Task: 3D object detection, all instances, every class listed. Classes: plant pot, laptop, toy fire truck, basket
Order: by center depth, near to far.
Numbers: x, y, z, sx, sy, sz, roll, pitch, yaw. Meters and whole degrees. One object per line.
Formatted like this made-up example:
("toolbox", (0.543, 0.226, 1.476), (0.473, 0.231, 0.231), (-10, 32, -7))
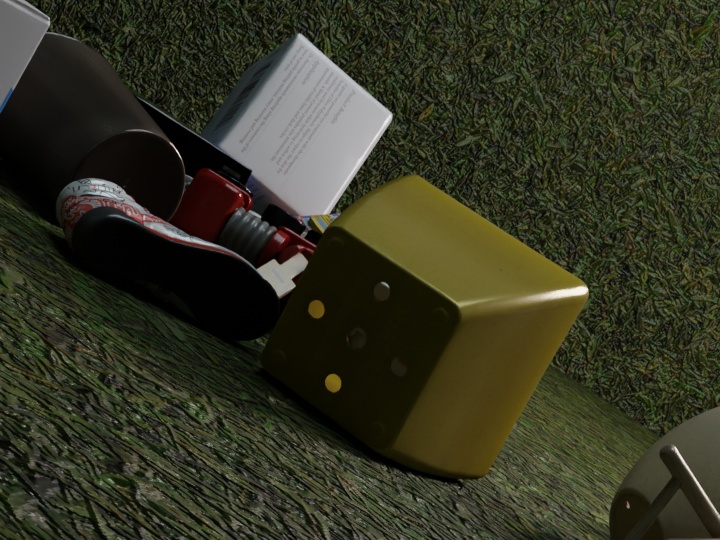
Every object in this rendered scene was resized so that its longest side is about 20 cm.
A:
("plant pot", (0.035, 0.049, 1.223), (0.200, 0.201, 0.176), (34, 15, 22))
("plant pot", (0.299, 0.225, 1.299), (0.134, 0.201, 0.200), (-8, 22, -22))
("basket", (-0.251, -0.115, 1.357), (0.180, 0.136, 0.200), (26, 11, -43))
("toy fire truck", (-0.113, -0.016, 1.436), (0.176, 0.129, 0.200), (32, -6, 3))
("laptop", (-0.224, -0.129, 1.874), (0.177, 0.104, 0.200), (33, 4, 1))

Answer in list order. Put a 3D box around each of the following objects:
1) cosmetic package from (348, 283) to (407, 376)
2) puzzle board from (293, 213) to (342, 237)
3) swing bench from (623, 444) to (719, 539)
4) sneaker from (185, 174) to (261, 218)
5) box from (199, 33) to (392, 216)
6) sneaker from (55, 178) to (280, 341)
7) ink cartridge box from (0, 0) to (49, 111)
("cosmetic package", (0.064, 0.062, 1.471), (0.200, 0.087, 0.103), (35, 24, 7))
("puzzle board", (0.000, 0.000, 1.615), (0.150, 0.017, 0.200), (-7, 44, -37))
("swing bench", (0.288, 0.257, 1.075), (0.200, 0.130, 0.199), (37, 2, -12))
("sneaker", (-0.133, -0.030, 1.577), (0.200, 0.079, 0.079), (40, -6, 5))
("box", (-0.105, -0.161, 1.929), (0.171, 0.199, 0.200), (39, -22, -15))
("sneaker", (-0.162, -0.014, 1.240), (0.201, 0.067, 0.108), (27, 9, -35))
("ink cartridge box", (-0.372, -0.199, 1.269), (0.200, 0.147, 0.086), (35, 7, 41))
